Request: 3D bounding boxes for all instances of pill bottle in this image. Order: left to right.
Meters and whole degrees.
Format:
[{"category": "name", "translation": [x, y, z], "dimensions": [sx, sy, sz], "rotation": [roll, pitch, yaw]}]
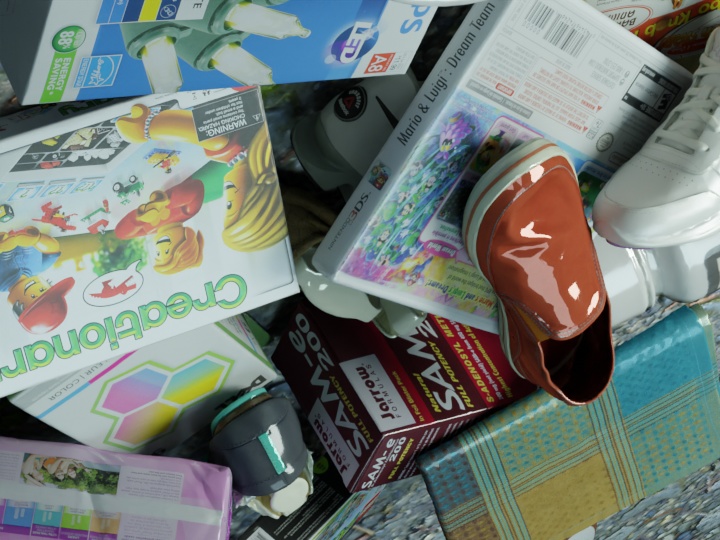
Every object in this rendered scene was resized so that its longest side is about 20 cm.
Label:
[{"category": "pill bottle", "translation": [0.215, -0.051, 1.087], "dimensions": [0.199, 0.113, 0.113], "rotation": [-27, 150, -4]}]

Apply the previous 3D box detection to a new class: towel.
[{"category": "towel", "translation": [0.136, 0.111, 1.106], "dimensions": [0.199, 0.022, 0.147], "rotation": [-27, 136, -6]}]

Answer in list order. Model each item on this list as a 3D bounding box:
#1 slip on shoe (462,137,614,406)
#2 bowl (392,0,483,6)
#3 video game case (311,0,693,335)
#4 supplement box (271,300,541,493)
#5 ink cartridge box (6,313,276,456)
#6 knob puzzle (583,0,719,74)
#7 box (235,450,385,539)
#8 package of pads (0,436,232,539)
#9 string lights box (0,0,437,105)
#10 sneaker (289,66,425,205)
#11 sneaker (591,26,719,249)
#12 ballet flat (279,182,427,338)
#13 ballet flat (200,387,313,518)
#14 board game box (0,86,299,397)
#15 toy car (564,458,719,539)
[{"category": "slip on shoe", "translation": [0.103, 0.004, 0.949], "dimensions": [0.074, 0.061, 0.201], "rotation": [-36, 143, -15]}, {"category": "bowl", "translation": [0.050, -0.216, 0.711], "dimensions": [0.200, 0.105, 0.201], "rotation": [-21, 149, -13]}, {"category": "video game case", "translation": [0.082, -0.056, 0.944], "dimensions": [0.200, 0.024, 0.183], "rotation": [18, 109, -54]}, {"category": "supplement box", "translation": [0.057, 0.059, 1.111], "dimensions": [0.199, 0.109, 0.061], "rotation": [-12, 145, -35]}, {"category": "ink cartridge box", "translation": [-0.118, 0.054, 1.010], "dimensions": [0.104, 0.059, 0.200], "rotation": [-35, 150, 5]}, {"category": "knob puzzle", "translation": [0.160, -0.145, 0.983], "dimensions": [0.218, 0.031, 0.220], "rotation": [-22, 149, -14]}, {"category": "box", "translation": [-0.036, 0.170, 1.190], "dimensions": [0.200, 0.035, 0.110], "rotation": [-41, 165, -46]}, {"category": "package of pads", "translation": [-0.174, 0.149, 1.010], "dimensions": [0.198, 0.076, 0.121], "rotation": [7, 153, -4]}, {"category": "string lights box", "translation": [-0.056, -0.135, 0.783], "dimensions": [0.199, 0.059, 0.103], "rotation": [-8, 144, -32]}, {"category": "sneaker", "translation": [0.055, -0.057, 0.980], "dimensions": [0.088, 0.074, 0.200], "rotation": [-39, 149, 19]}, {"category": "sneaker", "translation": [0.194, -0.088, 0.975], "dimensions": [0.200, 0.075, 0.100], "rotation": [-37, 127, -24]}, {"category": "ballet flat", "translation": [0.000, 0.000, 1.019], "dimensions": [0.068, 0.073, 0.199], "rotation": [-42, 148, 22]}, {"category": "ballet flat", "translation": [-0.060, 0.119, 1.080], "dimensions": [0.073, 0.073, 0.200], "rotation": [-25, 172, -8]}, {"category": "board game box", "translation": [-0.135, -0.019, 0.860], "dimensions": [0.199, 0.035, 0.127], "rotation": [-20, 118, -17]}, {"category": "toy car", "translation": [0.177, 0.129, 1.227], "dimensions": [0.198, 0.159, 0.165], "rotation": [-10, 149, 11]}]
